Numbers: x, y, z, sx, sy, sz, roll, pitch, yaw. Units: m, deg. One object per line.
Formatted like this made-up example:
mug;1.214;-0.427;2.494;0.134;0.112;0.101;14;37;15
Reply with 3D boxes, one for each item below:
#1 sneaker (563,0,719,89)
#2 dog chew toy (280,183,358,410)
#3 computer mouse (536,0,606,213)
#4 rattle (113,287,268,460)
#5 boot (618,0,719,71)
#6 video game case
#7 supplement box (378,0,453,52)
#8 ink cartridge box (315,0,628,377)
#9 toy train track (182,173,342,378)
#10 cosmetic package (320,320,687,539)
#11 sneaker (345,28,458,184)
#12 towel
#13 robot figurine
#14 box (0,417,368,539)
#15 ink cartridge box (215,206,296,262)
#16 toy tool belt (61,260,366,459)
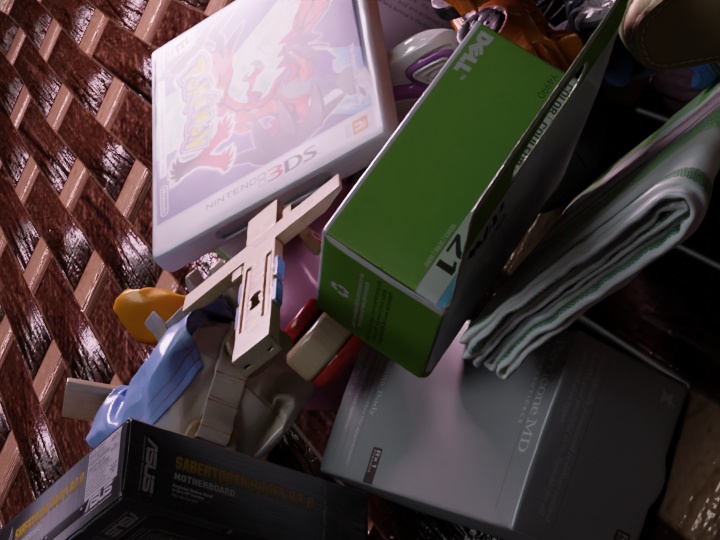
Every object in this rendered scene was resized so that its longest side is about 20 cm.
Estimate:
sneaker;0.142;-0.153;0.732;0.086;0.077;0.200;-55;36;-2
dog chew toy;0.000;0.000;0.866;0.200;0.124;0.125;-46;34;21
computer mouse;0.096;-0.109;0.827;0.140;0.046;0.201;-38;32;45
rattle;-0.117;0.104;0.955;0.130;0.142;0.201;-43;33;51
boot;0.215;-0.092;0.543;0.198;0.073;0.156;-15;53;13
video game case;-0.064;-0.116;0.860;0.181;0.023;0.201;-27;47;22
supplement box;0.030;-0.218;0.982;0.200;0.101;0.104;-47;34;33
ink cartridge box;0.050;-0.055;0.626;0.148;0.075;0.200;-54;-12;-21
toy train track;-0.045;0.011;0.692;0.114;0.033;0.200;-38;17;11
cosmetic package;0.071;0.088;0.709;0.200;0.090;0.108;-4;63;62
sneaker;0.031;-0.127;0.902;0.200;0.074;0.100;130;155;-66
towel;0.138;-0.034;0.639;0.149;0.031;0.200;-40;2;39
robot figurine;0.059;-0.180;0.755;0.058;0.145;0.201;-34;37;10
box;-0.114;0.167;0.763;0.200;0.157;0.049;-40;40;42
ink cartridge box;-0.074;-0.065;0.980;0.117;0.067;0.200;-49;1;-2
toy tool belt;-0.096;0.062;0.784;0.200;0.123;0.125;-47;2;31
